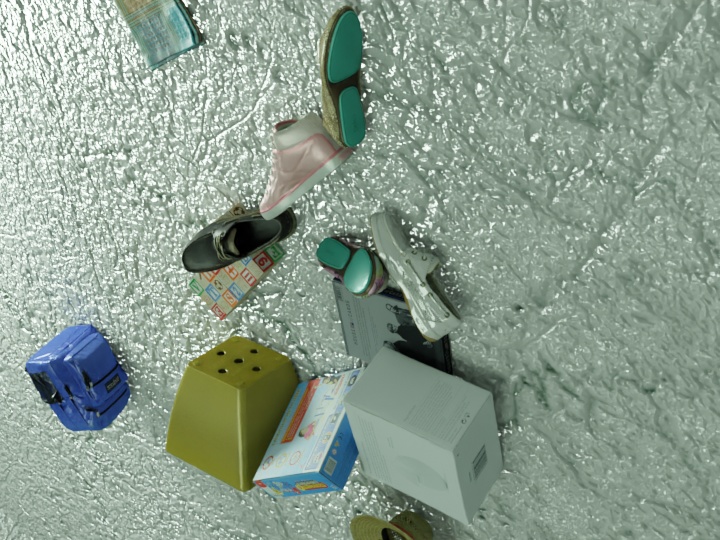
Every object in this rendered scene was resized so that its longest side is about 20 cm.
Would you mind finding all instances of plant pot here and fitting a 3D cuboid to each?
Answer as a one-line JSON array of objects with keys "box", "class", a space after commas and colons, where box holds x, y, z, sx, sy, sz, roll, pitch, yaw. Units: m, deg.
[{"box": [-0.213, 0.236, 1.946, 0.198, 0.199, 0.179, 20, 122, 31], "class": "plant pot"}]

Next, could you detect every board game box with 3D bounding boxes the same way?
[{"box": [-0.067, 0.268, 1.810, 0.056, 0.201, 0.195, 40, 146, -22], "class": "board game box"}]

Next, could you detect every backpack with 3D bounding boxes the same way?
[{"box": [-0.579, 0.239, 2.312, 0.166, 0.162, 0.202, -4, 118, 41], "class": "backpack"}]

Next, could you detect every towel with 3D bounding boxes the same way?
[{"box": [-0.323, -0.407, 1.644, 0.146, 0.022, 0.202, -12, 112, 47], "class": "towel"}]

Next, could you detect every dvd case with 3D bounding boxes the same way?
[{"box": [0.050, 0.093, 1.696, 0.198, 0.025, 0.152, 17, 132, 34], "class": "dvd case"}]

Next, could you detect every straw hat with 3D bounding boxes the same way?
[{"box": [0.081, 0.471, 1.930, 0.200, 0.085, 0.203, 28, 143, 23], "class": "straw hat"}]

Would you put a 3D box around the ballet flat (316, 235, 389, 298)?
[{"box": [0.000, 0.000, 1.605, 0.071, 0.070, 0.200, 29, -179, -29], "class": "ballet flat"}]

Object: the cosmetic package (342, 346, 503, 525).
[{"box": [0.099, 0.250, 1.677, 0.198, 0.123, 0.201, 20, 145, 29], "class": "cosmetic package"}]

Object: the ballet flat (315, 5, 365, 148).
[{"box": [-0.033, -0.258, 1.456, 0.065, 0.070, 0.202, 34, 138, 40], "class": "ballet flat"}]

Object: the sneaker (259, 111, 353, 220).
[{"box": [-0.102, -0.158, 1.593, 0.105, 0.075, 0.200, 49, 134, -7], "class": "sneaker"}]

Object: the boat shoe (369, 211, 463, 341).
[{"box": [0.083, -0.002, 1.560, 0.069, 0.071, 0.202, -28, 93, 24], "class": "boat shoe"}]

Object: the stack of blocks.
[{"box": [-0.218, -0.012, 1.838, 0.115, 0.059, 0.200, 48, 142, 2], "class": "stack of blocks"}]

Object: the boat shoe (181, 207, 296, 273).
[{"box": [-0.196, -0.051, 1.703, 0.198, 0.073, 0.075, -25, 93, 14], "class": "boat shoe"}]
